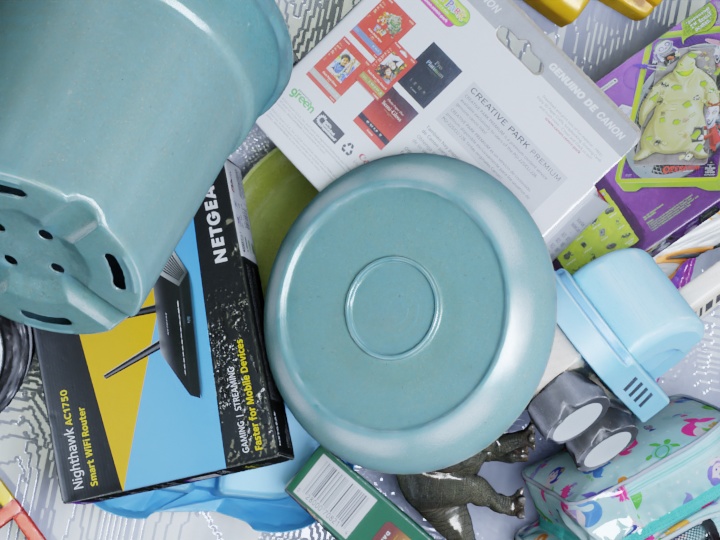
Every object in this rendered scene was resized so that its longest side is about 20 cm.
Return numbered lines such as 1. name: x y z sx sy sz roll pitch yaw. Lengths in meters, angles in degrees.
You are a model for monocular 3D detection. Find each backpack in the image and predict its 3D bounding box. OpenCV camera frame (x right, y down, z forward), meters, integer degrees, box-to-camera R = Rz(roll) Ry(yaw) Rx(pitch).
1. backpack: 0.212 0.169 1.508 0.199 0.178 0.151 -18 99 -9

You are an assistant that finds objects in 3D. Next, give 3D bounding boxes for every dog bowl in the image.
1. dog bowl: -0.104 0.115 1.538 0.199 0.050 0.112 6 90 -7

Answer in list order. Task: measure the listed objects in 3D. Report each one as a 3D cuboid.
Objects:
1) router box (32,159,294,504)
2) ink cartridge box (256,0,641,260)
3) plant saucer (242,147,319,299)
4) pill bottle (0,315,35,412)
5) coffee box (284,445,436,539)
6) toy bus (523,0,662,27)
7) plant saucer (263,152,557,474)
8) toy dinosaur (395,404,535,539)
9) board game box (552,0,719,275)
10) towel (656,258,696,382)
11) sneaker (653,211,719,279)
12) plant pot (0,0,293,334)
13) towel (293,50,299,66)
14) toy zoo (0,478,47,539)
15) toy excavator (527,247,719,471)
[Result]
1. router box: -0.135 0.041 1.473 0.148 0.051 0.201 -13 79 10
2. ink cartridge box: 0.061 -0.087 1.472 0.176 0.084 0.200 -44 78 5
3. plant saucer: 0.000 0.000 1.533 0.199 0.031 0.201 3 71 -9
4. pill bottle: -0.265 0.047 1.444 0.111 0.200 0.113 0 91 -6
5. coffee box: 0.047 0.201 1.457 0.200 0.123 0.044 38 85 34
6. toy bus: 0.116 -0.233 1.548 0.200 0.065 0.078 35 87 -5
7. plant saucer: 0.024 0.024 1.397 0.199 0.027 0.201 -4 81 25
8. toy dinosaur: 0.062 0.119 1.496 0.102 0.201 0.077 4 47 0
9. board game box: 0.191 -0.078 1.499 0.200 0.032 0.120 -35 72 9
10. towel: 0.157 0.002 1.577 0.143 0.023 0.201 19 88 -5
11. sneaker: 0.212 -0.050 1.537 0.200 0.076 0.092 -33 89 -6
12. plant pot: -0.163 -0.082 1.344 0.199 0.200 0.197 24 55 -6
13. towel: -0.149 -0.167 1.512 0.165 0.086 0.201 -31 94 -4
14. toy zoo: -0.279 0.200 1.521 0.131 0.020 0.200 -37 86 -7
15. toy excavator: 0.193 0.032 1.446 0.200 0.194 0.100 -37 62 7
